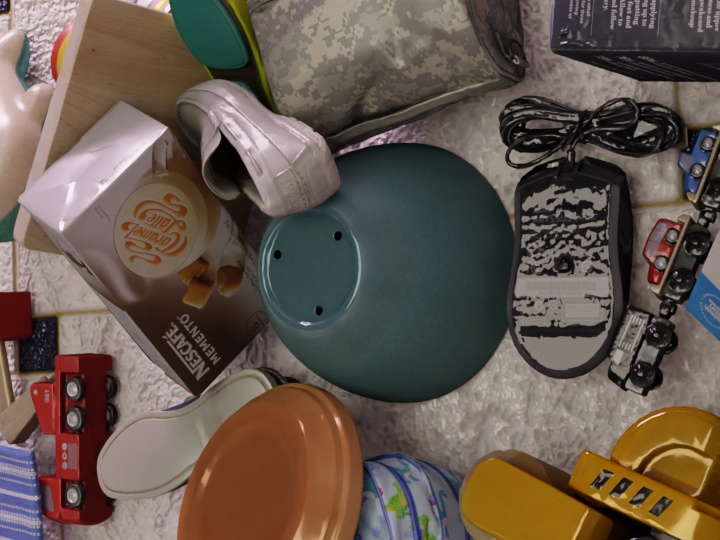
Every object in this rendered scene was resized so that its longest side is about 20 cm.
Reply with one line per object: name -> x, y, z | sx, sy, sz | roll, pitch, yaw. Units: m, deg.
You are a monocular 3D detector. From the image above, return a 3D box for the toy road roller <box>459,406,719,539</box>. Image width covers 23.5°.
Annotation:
toy road roller -> 0.182, 0.153, 1.182 | 0.199, 0.123, 0.147 | 23, 86, 31

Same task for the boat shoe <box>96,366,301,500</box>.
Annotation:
boat shoe -> -0.132, 0.134, 1.421 | 0.199, 0.062, 0.075 | -33, 69, 26

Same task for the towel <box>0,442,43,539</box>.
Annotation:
towel -> -0.327, 0.251, 1.540 | 0.144, 0.024, 0.202 | 3, 99, 44

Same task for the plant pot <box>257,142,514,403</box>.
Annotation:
plant pot -> 0.000, 0.000, 1.294 | 0.198, 0.134, 0.202 | -1, 88, 33

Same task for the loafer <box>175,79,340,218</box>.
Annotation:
loafer -> -0.091, -0.090, 1.276 | 0.200, 0.070, 0.070 | 29, 147, 54

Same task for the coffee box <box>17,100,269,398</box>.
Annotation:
coffee box -> -0.156, -0.014, 1.337 | 0.114, 0.201, 0.080 | -45, 41, -14

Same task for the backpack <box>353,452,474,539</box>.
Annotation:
backpack -> -0.001, 0.220, 1.294 | 0.199, 0.154, 0.164 | -23, 55, 18

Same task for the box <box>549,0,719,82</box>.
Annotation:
box -> 0.244, -0.182, 1.131 | 0.198, 0.148, 0.106 | 5, 90, 32

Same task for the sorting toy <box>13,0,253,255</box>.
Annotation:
sorting toy -> -0.172, -0.108, 1.384 | 0.069, 0.199, 0.201 | 29, 105, 48

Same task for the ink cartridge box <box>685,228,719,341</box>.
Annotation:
ink cartridge box -> 0.289, -0.014, 1.082 | 0.116, 0.067, 0.201 | 46, 148, 26

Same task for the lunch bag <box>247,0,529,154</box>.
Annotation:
lunch bag -> 0.019, -0.188, 1.280 | 0.198, 0.139, 0.169 | -17, 73, 27

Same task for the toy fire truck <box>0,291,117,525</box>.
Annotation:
toy fire truck -> -0.281, 0.120, 1.529 | 0.140, 0.049, 0.202 | 0, 90, 35

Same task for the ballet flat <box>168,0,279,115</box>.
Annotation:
ballet flat -> -0.089, -0.167, 1.344 | 0.066, 0.067, 0.201 | 5, 136, 35

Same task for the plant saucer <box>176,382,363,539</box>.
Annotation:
plant saucer -> -0.076, 0.176, 1.277 | 0.200, 0.037, 0.202 | -31, 47, 39

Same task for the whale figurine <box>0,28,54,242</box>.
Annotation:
whale figurine -> -0.313, -0.115, 1.546 | 0.158, 0.103, 0.201 | -30, 48, 30

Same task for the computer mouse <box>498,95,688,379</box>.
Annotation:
computer mouse -> 0.160, -0.021, 1.241 | 0.137, 0.053, 0.202 | 4, 83, 25

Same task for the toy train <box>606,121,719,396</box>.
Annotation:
toy train -> 0.216, -0.012, 1.188 | 0.045, 0.034, 0.202 | 22, 87, 25

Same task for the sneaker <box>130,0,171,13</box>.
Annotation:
sneaker -> -0.184, -0.141, 1.469 | 0.090, 0.074, 0.202 | 30, 105, 48
